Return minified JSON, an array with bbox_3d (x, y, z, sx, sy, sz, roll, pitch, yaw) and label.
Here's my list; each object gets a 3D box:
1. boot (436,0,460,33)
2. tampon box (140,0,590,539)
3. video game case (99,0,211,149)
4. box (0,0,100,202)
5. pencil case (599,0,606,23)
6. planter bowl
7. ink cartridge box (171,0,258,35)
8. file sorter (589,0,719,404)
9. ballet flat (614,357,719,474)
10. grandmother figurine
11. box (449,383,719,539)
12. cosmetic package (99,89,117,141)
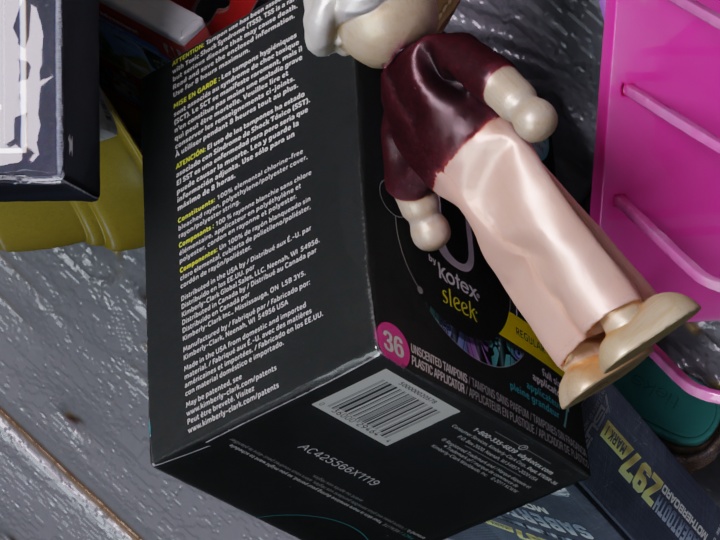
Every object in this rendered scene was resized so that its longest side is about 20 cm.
[{"bbox_3d":[0.058,-0.176,0.975,0.073,0.200,0.155,25,177,-21],"label":"boot"},{"bbox_3d":[0.000,0.000,1.082,0.126,0.200,0.150,-26,142,31],"label":"tampon box"},{"bbox_3d":[-0.098,-0.076,1.228,0.143,0.017,0.200,31,158,35],"label":"video game case"},{"bbox_3d":[-0.213,-0.128,1.052,0.198,0.123,0.200,0,88,3],"label":"box"},{"bbox_3d":[0.145,-0.111,1.050,0.085,0.084,0.200,36,149,63],"label":"pencil case"},{"bbox_3d":[-0.181,-0.071,1.251,0.200,0.083,0.200,51,169,13],"label":"planter bowl"},{"bbox_3d":[-0.112,-0.196,1.195,0.200,0.067,0.116,42,136,5],"label":"ink cartridge box"},{"bbox_3d":[0.178,-0.059,0.962,0.125,0.139,0.200,-128,38,-66],"label":"file sorter"},{"bbox_3d":[0.083,0.043,1.220,0.200,0.068,0.067,37,151,11],"label":"ballet flat"},{"bbox_3d":[0.043,-0.045,0.955,0.200,0.061,0.121,56,140,10],"label":"grandmother figurine"},{"bbox_3d":[0.067,0.089,1.199,0.200,0.051,0.158,14,156,45],"label":"box"},{"bbox_3d":[-0.187,-0.141,1.139,0.083,0.051,0.200,-22,87,6],"label":"cosmetic package"}]
